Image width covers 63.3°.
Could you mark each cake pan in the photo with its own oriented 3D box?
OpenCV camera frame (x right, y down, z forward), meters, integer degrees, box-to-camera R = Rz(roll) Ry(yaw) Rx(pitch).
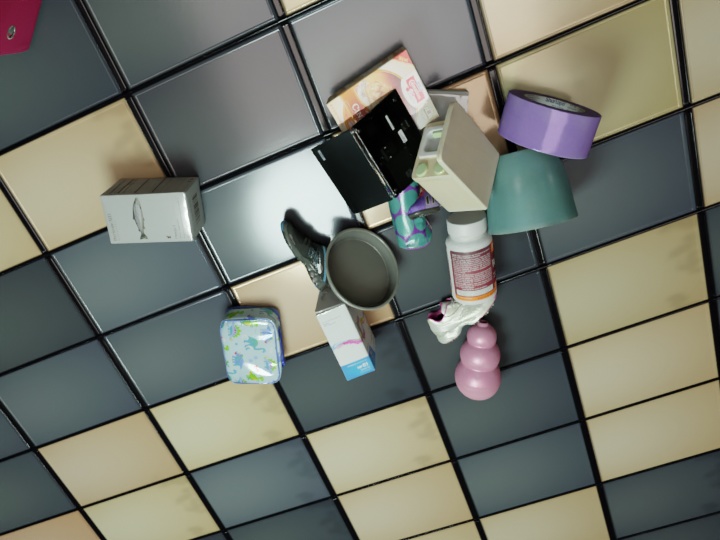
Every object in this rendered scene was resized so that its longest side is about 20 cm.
[{"bbox_3d":[0.000,0.000,1.387,0.197,0.205,0.037,31,149,-14],"label":"cake pan"}]

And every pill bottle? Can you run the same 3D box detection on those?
[{"bbox_3d":[0.263,-0.034,1.394,0.110,0.115,0.206,-9,115,5],"label":"pill bottle"}]

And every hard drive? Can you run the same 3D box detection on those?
[{"bbox_3d":[0.138,-0.334,1.305,0.192,0.026,0.136,2,115,-1],"label":"hard drive"}]

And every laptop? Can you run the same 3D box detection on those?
[{"bbox_3d":[0.029,-0.247,1.247,0.199,0.103,0.179,-42,116,-9],"label":"laptop"}]

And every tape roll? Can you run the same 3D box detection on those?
[{"bbox_3d":[0.391,-0.307,1.218,0.193,0.202,0.088,10,116,-4],"label":"tape roll"}]

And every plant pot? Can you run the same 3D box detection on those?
[{"bbox_3d":[0.366,-0.182,1.285,0.193,0.201,0.167,-11,97,6],"label":"plant pot"}]

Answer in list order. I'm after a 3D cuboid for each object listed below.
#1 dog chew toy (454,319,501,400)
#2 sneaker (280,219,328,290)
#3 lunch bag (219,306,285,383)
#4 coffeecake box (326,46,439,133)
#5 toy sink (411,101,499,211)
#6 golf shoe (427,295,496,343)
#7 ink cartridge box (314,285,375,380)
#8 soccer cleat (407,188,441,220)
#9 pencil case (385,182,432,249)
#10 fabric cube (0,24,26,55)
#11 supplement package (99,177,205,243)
[{"bbox_3d":[0.310,0.229,1.518,0.120,0.125,0.207,2,107,0],"label":"dog chew toy"},{"bbox_3d":[-0.123,-0.051,1.426,0.081,0.073,0.202,-35,116,-1],"label":"sneaker"},{"bbox_3d":[-0.277,0.197,1.527,0.155,0.083,0.207,-2,115,3],"label":"lunch bag"},{"bbox_3d":[0.048,-0.348,1.244,0.196,0.074,0.155,-30,112,13],"label":"coffeecake box"},{"bbox_3d":[0.184,-0.228,1.202,0.110,0.135,0.198,2,159,42],"label":"toy sink"},{"bbox_3d":[0.255,0.099,1.481,0.199,0.076,0.092,-42,105,17],"label":"golf shoe"},{"bbox_3d":[-0.034,0.143,1.463,0.082,0.146,0.204,-21,113,11],"label":"ink cartridge box"},{"bbox_3d":[0.158,-0.168,1.302,0.067,0.198,0.075,-11,103,41],"label":"soccer cleat"},{"bbox_3d":[0.110,-0.158,1.354,0.090,0.085,0.206,-19,114,-12],"label":"pencil case"},{"bbox_3d":[-0.746,-0.561,1.119,0.196,0.198,0.202,28,111,-11],"label":"fabric cube"},{"bbox_3d":[-0.475,-0.141,1.353,0.192,0.118,0.121,-2,116,2],"label":"supplement package"}]
